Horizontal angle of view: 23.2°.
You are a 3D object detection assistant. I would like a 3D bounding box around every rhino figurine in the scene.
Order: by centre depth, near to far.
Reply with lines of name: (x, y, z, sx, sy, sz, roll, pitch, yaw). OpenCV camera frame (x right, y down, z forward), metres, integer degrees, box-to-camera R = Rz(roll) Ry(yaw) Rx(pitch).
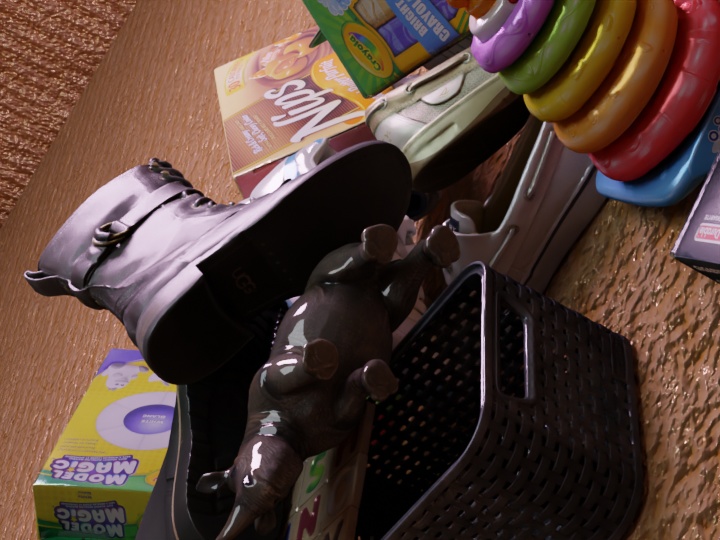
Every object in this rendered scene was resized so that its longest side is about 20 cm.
rhino figurine: (-0.023, 0.059, 0.878, 0.087, 0.060, 0.200, -35, 22, 56)

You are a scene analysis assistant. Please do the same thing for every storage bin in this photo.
storage bin: (0.045, 0.112, 0.890, 0.200, 0.094, 0.135, -50, 21, 35)

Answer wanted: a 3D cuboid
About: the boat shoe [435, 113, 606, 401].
boat shoe: (0.077, -0.014, 1.018, 0.200, 0.070, 0.071, -58, 18, 16)

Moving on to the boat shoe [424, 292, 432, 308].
boat shoe: (-0.019, 0.030, 1.227, 0.069, 0.074, 0.200, -60, 17, -9)

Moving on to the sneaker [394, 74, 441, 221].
sneaker: (0.026, -0.067, 1.220, 0.087, 0.075, 0.200, 11, 44, 35)

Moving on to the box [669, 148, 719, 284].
box: (0.220, -0.059, 0.708, 0.159, 0.046, 0.200, -64, 18, -3)

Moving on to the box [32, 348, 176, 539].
box: (-0.135, 0.120, 1.136, 0.200, 0.117, 0.049, -73, -16, -60)

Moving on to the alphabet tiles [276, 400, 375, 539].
alphabet tiles: (-0.050, 0.157, 0.935, 0.200, 0.008, 0.168, -48, 23, 42)

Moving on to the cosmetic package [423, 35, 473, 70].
cosmetic package: (0.104, -0.220, 1.185, 0.200, 0.103, 0.087, -42, 26, 46)

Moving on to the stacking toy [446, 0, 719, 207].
stacking toy: (0.098, -0.124, 0.896, 0.116, 0.200, 0.110, -63, 17, -3)

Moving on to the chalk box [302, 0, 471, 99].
chalk box: (0.037, -0.199, 1.080, 0.200, 0.124, 0.125, -27, 8, 46)

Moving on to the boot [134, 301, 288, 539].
boot: (-0.096, 0.110, 1.010, 0.138, 0.077, 0.200, -54, 18, 42)

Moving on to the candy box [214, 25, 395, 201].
candy box: (-0.031, -0.102, 1.175, 0.115, 0.055, 0.200, -23, 28, 3)

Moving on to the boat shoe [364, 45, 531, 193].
boat shoe: (0.095, -0.128, 1.024, 0.200, 0.063, 0.073, -39, -22, 6)

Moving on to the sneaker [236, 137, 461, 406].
sneaker: (0.000, 0.000, 1.008, 0.081, 0.076, 0.200, -45, 54, 6)

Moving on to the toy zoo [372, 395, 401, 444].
toy zoo: (-0.018, 0.065, 1.127, 0.200, 0.020, 0.132, 118, 143, -47)

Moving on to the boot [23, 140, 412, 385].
boot: (-0.086, -0.030, 0.995, 0.200, 0.069, 0.174, -36, 34, -13)
